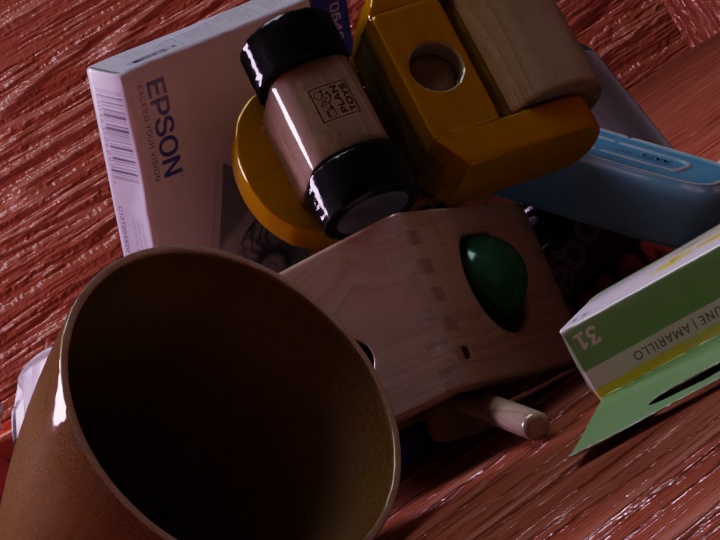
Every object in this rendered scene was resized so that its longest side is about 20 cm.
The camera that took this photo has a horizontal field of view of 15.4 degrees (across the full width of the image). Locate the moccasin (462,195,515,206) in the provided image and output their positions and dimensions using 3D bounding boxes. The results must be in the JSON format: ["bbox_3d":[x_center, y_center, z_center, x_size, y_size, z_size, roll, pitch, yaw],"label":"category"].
[{"bbox_3d":[0.089,-0.062,1.732,0.074,0.200,0.078,-10,-59,-66],"label":"moccasin"}]

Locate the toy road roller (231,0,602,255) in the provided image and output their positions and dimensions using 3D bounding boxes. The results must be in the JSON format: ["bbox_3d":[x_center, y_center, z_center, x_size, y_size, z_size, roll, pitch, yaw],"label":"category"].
[{"bbox_3d":[0.023,-0.079,1.497,0.199,0.123,0.146,-20,-21,-19],"label":"toy road roller"}]

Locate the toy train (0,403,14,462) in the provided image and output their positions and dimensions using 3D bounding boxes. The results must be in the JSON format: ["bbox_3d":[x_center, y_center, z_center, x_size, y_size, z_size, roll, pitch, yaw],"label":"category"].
[{"bbox_3d":[-0.174,0.139,1.875,0.199,0.151,0.056,-23,21,-23],"label":"toy train"}]

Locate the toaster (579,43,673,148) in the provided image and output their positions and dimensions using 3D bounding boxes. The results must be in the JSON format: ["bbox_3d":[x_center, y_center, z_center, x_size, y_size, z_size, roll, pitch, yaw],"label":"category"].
[{"bbox_3d":[0.144,-0.077,1.861,0.114,0.129,0.200,-44,-9,23],"label":"toaster"}]

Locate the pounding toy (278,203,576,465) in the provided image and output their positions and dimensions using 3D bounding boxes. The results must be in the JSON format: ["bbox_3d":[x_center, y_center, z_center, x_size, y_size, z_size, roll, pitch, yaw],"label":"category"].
[{"bbox_3d":[0.032,0.052,1.462,0.199,0.143,0.184,-28,-10,28],"label":"pounding toy"}]

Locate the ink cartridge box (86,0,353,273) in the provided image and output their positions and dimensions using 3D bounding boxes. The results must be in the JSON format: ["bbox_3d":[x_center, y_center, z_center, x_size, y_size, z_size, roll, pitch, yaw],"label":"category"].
[{"bbox_3d":[-0.057,-0.057,1.575,0.199,0.201,0.040,-27,28,-36],"label":"ink cartridge box"}]

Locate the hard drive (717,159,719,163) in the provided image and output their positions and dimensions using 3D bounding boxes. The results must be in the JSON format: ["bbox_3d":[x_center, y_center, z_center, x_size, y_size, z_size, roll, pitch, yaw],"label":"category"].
[{"bbox_3d":[0.259,-0.063,1.820,0.200,0.026,0.132,-34,3,-38],"label":"hard drive"}]

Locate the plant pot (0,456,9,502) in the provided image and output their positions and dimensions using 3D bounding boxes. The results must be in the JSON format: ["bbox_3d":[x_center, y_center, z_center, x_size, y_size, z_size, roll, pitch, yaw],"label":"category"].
[{"bbox_3d":[-0.289,0.196,1.754,0.200,0.183,0.200,-30,1,1],"label":"plant pot"}]

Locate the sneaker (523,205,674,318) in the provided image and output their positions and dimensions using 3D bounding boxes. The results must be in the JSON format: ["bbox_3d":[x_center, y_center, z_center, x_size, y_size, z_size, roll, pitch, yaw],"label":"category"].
[{"bbox_3d":[0.113,-0.003,1.636,0.200,0.098,0.071,-35,6,-25],"label":"sneaker"}]

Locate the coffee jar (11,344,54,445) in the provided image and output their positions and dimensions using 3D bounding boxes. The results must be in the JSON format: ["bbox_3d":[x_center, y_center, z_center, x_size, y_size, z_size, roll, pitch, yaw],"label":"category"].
[{"bbox_3d":[-0.129,0.101,1.814,0.199,0.086,0.104,5,-19,-28],"label":"coffee jar"}]

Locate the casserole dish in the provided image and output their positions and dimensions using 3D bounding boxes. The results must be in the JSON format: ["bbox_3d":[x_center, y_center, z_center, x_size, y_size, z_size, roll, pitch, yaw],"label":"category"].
[{"bbox_3d":[0.141,-0.056,1.556,0.121,0.199,0.039,-21,-53,-65],"label":"casserole dish"}]

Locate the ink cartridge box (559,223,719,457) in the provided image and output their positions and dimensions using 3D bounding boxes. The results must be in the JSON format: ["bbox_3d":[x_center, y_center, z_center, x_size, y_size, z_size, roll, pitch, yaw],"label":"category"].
[{"bbox_3d":[0.165,0.015,1.276,0.145,0.048,0.200,-30,1,18],"label":"ink cartridge box"}]

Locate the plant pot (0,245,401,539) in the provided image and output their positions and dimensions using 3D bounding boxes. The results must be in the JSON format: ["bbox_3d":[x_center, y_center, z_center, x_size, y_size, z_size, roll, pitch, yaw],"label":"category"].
[{"bbox_3d":[-0.106,0.121,1.359,0.186,0.186,0.200,-35,-11,-46],"label":"plant pot"}]
